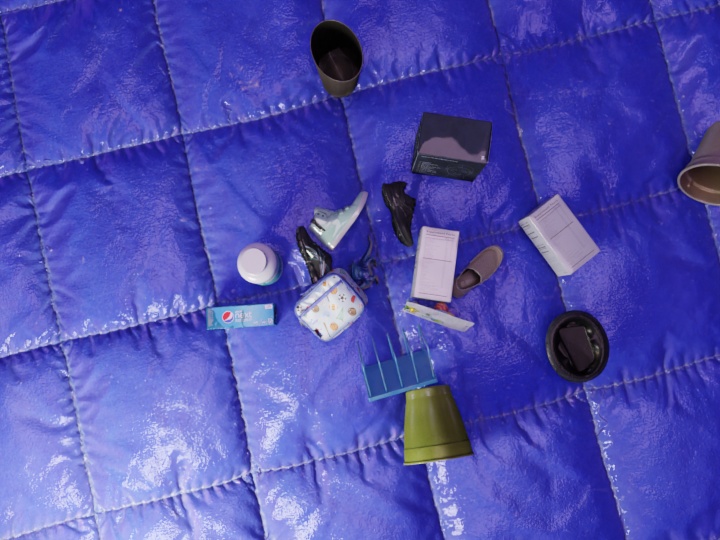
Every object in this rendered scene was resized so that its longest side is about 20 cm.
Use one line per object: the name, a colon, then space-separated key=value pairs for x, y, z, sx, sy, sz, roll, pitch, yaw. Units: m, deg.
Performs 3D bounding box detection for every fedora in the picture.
fedora: x=0.611 y=0.217 z=1.675 sx=0.196 sy=0.092 sz=0.205 roll=0 pitch=86 yaw=0

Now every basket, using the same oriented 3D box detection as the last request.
basket: x=-0.063 y=-0.588 z=1.677 sx=0.135 sy=0.200 sz=0.182 roll=-30 pitch=86 yaw=-1

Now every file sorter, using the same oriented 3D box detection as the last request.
file sorter: x=0.096 y=0.250 z=1.630 sx=0.196 sy=0.139 sz=0.125 roll=-16 pitch=118 yaw=-1

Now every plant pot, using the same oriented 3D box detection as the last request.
plant pot: x=0.203 y=0.425 z=1.624 sx=0.196 sy=0.201 sz=0.197 roll=-8 pitch=74 yaw=0
plant pot: x=1.045 y=-0.319 z=1.676 sx=0.198 sy=0.201 sz=0.186 roll=27 pitch=75 yaw=2

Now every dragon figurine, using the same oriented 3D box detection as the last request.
dragon figurine: x=0.000 y=0.000 z=1.707 sx=0.097 sy=0.059 sz=0.204 roll=-6 pitch=87 yaw=-1

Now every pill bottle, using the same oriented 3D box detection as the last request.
pill bottle: x=-0.283 y=-0.018 z=1.638 sx=0.108 sy=0.200 sz=0.113 roll=0 pitch=85 yaw=0

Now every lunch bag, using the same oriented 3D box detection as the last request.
lunch bag: x=-0.089 y=0.098 z=1.658 sx=0.199 sy=0.076 sz=0.161 roll=-40 pitch=100 yaw=21

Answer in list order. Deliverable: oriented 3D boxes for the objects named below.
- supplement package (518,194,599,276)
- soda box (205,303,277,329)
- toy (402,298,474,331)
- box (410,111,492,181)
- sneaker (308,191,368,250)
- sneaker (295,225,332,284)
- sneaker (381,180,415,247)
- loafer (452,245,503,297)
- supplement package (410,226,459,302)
supplement package: x=0.569 y=-0.100 z=1.680 sx=0.113 sy=0.110 sz=0.201 roll=-36 pitch=87 yaw=-2
soda box: x=-0.343 y=0.133 z=1.694 sx=0.196 sy=0.068 sz=0.066 roll=-3 pitch=85 yaw=0
toy: x=0.224 y=0.118 z=1.676 sx=0.196 sy=0.115 sz=0.048 roll=15 pitch=73 yaw=1
box: x=0.254 y=-0.347 z=1.662 sx=0.196 sy=0.197 sz=0.127 roll=8 pitch=86 yaw=0
sneaker: x=-0.069 y=-0.174 z=1.709 sx=0.118 sy=0.074 sz=0.202 roll=37 pitch=89 yaw=-4
sneaker: x=-0.131 y=-0.040 z=1.712 sx=0.078 sy=0.075 sz=0.203 roll=-23 pitch=95 yaw=-11
sneaker: x=0.129 y=-0.171 z=1.715 sx=0.089 sy=0.076 sz=0.204 roll=-17 pitch=89 yaw=-8
loafer: x=0.344 y=0.004 z=1.702 sx=0.200 sy=0.068 sz=0.076 roll=-44 pitch=87 yaw=-3
supplement package: x=0.214 y=-0.015 z=1.683 sx=0.111 sy=0.110 sz=0.204 roll=8 pitch=86 yaw=1
